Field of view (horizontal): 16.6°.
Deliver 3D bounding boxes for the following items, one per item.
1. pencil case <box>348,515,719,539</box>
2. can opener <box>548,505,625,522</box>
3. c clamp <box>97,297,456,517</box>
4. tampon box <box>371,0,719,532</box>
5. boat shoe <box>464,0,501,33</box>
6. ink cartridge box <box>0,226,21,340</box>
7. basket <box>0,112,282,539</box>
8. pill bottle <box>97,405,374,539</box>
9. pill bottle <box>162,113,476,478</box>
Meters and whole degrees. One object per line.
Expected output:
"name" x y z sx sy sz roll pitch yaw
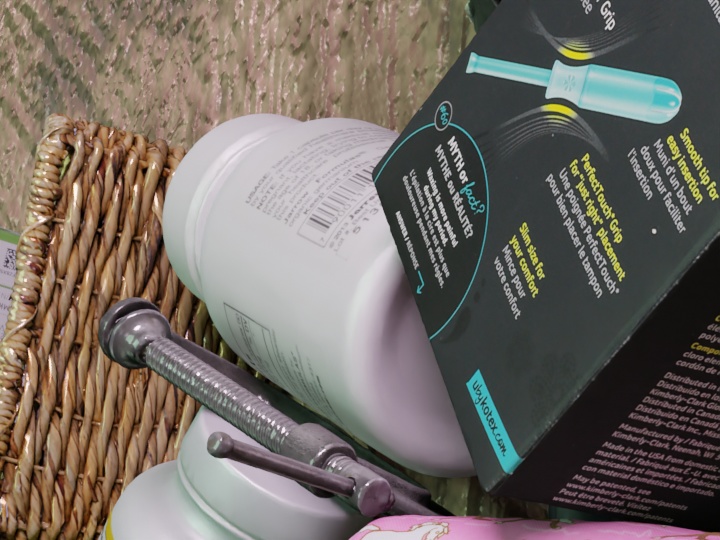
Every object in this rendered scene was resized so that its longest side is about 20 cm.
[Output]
"pencil case" 0.083 0.124 0.782 0.199 0.083 0.087 -1 92 33
"can opener" 0.091 0.161 0.853 0.063 0.078 0.201 79 -177 -55
"c clamp" -0.033 0.054 0.918 0.200 0.171 0.027 29 90 54
"tampon box" 0.122 -0.034 0.794 0.200 0.126 0.150 -52 39 34
"boat shoe" 0.075 -0.107 0.912 0.200 0.070 0.064 -90 11 -86
"ink cartridge box" -0.208 0.084 1.232 0.104 0.059 0.201 148 136 -63
"basket" -0.127 0.036 1.151 0.143 0.149 0.201 4 83 58
"pill bottle" -0.070 0.155 1.049 0.200 0.112 0.113 -62 34 23
"pill bottle" 0.000 0.000 0.991 0.200 0.114 0.115 28 103 58
